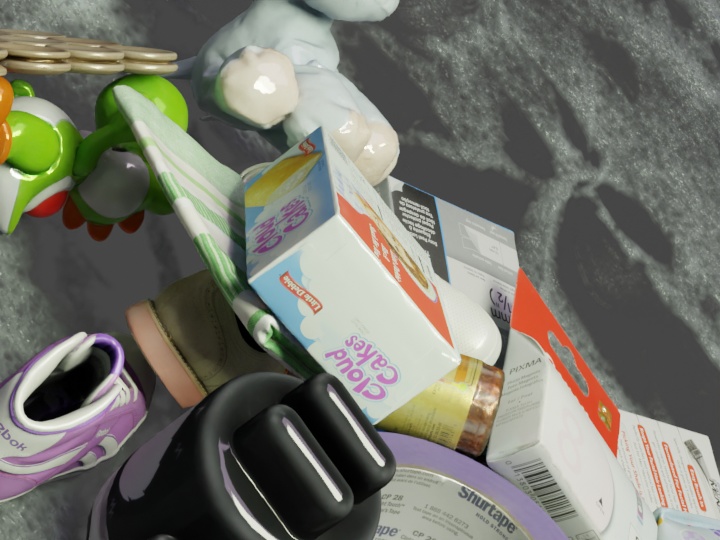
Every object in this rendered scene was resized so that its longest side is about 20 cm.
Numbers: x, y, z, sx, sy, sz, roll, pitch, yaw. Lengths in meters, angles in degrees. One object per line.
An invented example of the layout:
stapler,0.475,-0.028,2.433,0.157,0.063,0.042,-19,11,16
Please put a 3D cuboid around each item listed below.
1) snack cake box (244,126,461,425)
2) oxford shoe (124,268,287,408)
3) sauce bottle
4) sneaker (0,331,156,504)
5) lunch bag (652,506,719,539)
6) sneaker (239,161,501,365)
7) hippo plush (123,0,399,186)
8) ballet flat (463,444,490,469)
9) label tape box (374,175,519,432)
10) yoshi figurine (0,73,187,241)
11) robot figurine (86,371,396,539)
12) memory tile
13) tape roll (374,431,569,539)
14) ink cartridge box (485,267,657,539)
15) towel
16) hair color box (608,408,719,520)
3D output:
snack cake box,-0.009,-0.001,1.348,0.115,0.067,0.200,51,8,-16
oxford shoe,-0.065,0.074,1.389,0.200,0.074,0.071,53,4,-47
sauce bottle,-0.008,0.063,1.461,0.199,0.066,0.066,18,39,-2
sneaker,-0.153,0.069,1.294,0.073,0.114,0.200,51,31,0
lunch bag,0.272,0.280,1.617,0.199,0.127,0.170,13,47,-33
sneaker,0.000,0.000,1.488,0.200,0.116,0.074,27,70,15
hippo plush,-0.028,-0.157,1.535,0.159,0.161,0.200,30,-4,-29
ballet flat,0.062,0.145,1.528,0.200,0.073,0.073,4,56,-45
label tape box,0.059,0.049,1.605,0.143,0.066,0.201,23,47,-43
yoshi figurine,-0.183,-0.093,1.420,0.200,0.112,0.113,15,41,-48
robot figurine,-0.070,0.131,1.256,0.150,0.200,0.125,15,55,-33
memory tile,-0.222,-0.135,1.396,0.200,0.153,0.017,-6,104,-53
tape roll,0.038,0.195,1.380,0.199,0.085,0.200,22,27,-12
ink cartridge box,0.152,0.110,1.548,0.163,0.057,0.200,54,35,-29
towel,-0.070,-0.012,1.362,0.200,0.023,0.153,59,10,32
hair color box,0.191,0.165,1.679,0.200,0.064,0.111,18,47,-40
